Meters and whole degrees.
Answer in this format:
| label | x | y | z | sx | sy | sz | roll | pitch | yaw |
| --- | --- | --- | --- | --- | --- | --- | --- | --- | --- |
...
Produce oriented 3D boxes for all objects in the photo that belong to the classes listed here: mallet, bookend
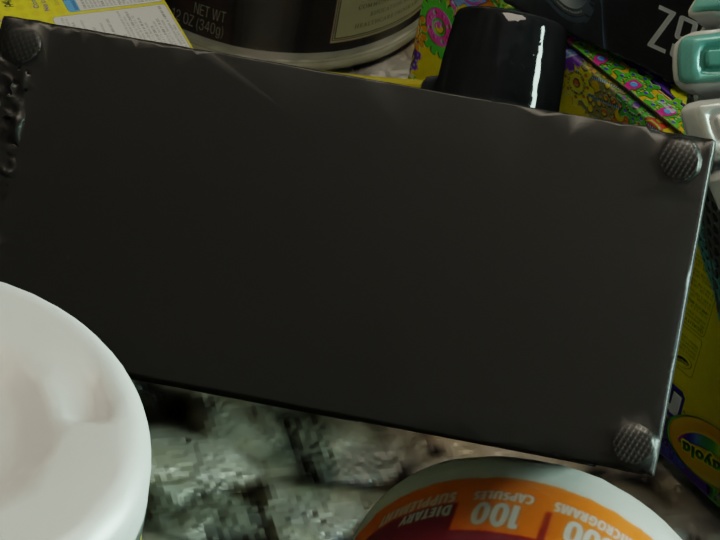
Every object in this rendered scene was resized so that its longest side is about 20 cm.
| label | x | y | z | sx | sy | sz | roll | pitch | yaw |
| --- | --- | --- | --- | --- | --- | --- | --- | --- | --- |
| mallet | -0.026 | -0.052 | 0.957 | 0.199 | 0.066 | 0.041 | 0 | -8 | 25 |
| bookend | 0.000 | 0.000 | 0.852 | 0.199 | 0.093 | 0.199 | 11 | -4 | 8 |

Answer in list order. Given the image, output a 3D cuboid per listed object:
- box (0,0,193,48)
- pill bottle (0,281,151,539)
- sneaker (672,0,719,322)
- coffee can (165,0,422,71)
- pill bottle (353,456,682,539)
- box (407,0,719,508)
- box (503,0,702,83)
| label | x | y | z | sx | sy | sz | roll | pitch | yaw |
| --- | --- | --- | --- | --- | --- | --- | --- | --- | --- |
| box | -0.171 | -0.080 | 1.039 | 0.199 | 0.049 | 0.118 | -8 | 44 | -25 |
| pill bottle | -0.118 | 0.108 | 0.715 | 0.114 | 0.201 | 0.115 | 7 | 40 | -6 |
| sneaker | 0.135 | 0.007 | 0.832 | 0.077 | 0.201 | 0.091 | -7 | 7 | 3 |
| coffee can | -0.023 | -0.199 | 1.088 | 0.146 | 0.201 | 0.147 | 6 | 40 | -5 |
| pill bottle | 0.024 | 0.154 | 0.760 | 0.114 | 0.115 | 0.200 | 17 | 40 | 7 |
| box | 0.150 | -0.042 | 1.008 | 0.192 | 0.122 | 0.200 | -22 | 50 | -33 |
| box | 0.165 | -0.119 | 0.973 | 0.160 | 0.044 | 0.200 | 28 | 42 | 18 |
